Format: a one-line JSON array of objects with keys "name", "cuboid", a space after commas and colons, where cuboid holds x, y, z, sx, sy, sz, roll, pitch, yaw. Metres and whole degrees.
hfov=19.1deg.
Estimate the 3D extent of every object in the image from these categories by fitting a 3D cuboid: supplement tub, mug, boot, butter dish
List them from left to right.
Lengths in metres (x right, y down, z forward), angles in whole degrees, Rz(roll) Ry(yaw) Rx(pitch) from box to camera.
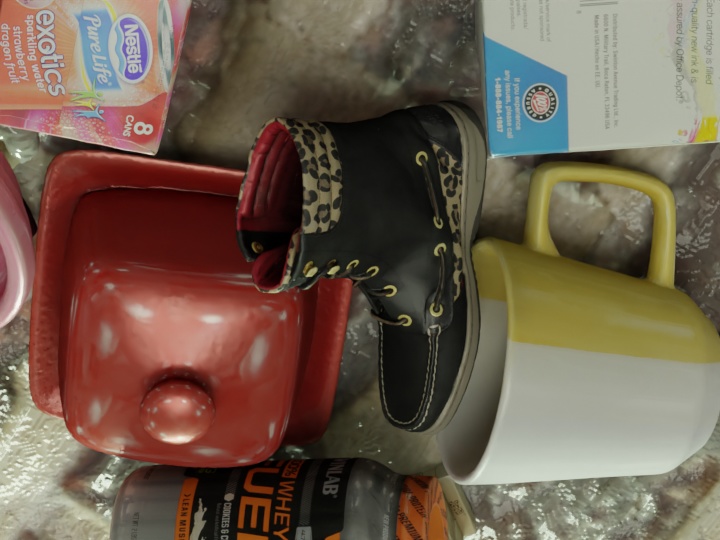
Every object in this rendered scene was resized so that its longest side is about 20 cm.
[{"name": "butter dish", "cuboid": [-0.107, 0.049, 1.294, 0.198, 0.148, 0.201, 8, 121, -4]}, {"name": "supplement tub", "cuboid": [-0.049, 0.180, 1.339, 0.198, 0.123, 0.123, -3, 121, 10]}, {"name": "boot", "cuboid": [0.000, 0.000, 1.245, 0.150, 0.073, 0.202, -2, 104, -43]}, {"name": "mug", "cuboid": [0.142, 0.049, 1.303, 0.152, 0.150, 0.187, 7, 127, -13]}]

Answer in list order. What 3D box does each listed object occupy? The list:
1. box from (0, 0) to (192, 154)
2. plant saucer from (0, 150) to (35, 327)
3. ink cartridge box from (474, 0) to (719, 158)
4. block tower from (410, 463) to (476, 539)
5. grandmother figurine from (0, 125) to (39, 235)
[{"name": "box", "cuboid": [-0.136, -0.157, 1.140, 0.094, 0.200, 0.103, 12, 120, -7]}, {"name": "plant saucer", "cuboid": [-0.268, -0.046, 1.205, 0.199, 0.051, 0.201, 17, 141, 15]}, {"name": "ink cartridge box", "cuboid": [0.162, -0.164, 1.169, 0.198, 0.145, 0.148, -3, 122, 2]}, {"name": "block tower", "cuboid": [-0.023, 0.192, 1.433, 0.199, 0.058, 0.054, -20, 120, 10]}, {"name": "grandmother figurine", "cuboid": [-0.251, -0.029, 1.300, 0.121, 0.061, 0.200, 15, 124, -33]}]
